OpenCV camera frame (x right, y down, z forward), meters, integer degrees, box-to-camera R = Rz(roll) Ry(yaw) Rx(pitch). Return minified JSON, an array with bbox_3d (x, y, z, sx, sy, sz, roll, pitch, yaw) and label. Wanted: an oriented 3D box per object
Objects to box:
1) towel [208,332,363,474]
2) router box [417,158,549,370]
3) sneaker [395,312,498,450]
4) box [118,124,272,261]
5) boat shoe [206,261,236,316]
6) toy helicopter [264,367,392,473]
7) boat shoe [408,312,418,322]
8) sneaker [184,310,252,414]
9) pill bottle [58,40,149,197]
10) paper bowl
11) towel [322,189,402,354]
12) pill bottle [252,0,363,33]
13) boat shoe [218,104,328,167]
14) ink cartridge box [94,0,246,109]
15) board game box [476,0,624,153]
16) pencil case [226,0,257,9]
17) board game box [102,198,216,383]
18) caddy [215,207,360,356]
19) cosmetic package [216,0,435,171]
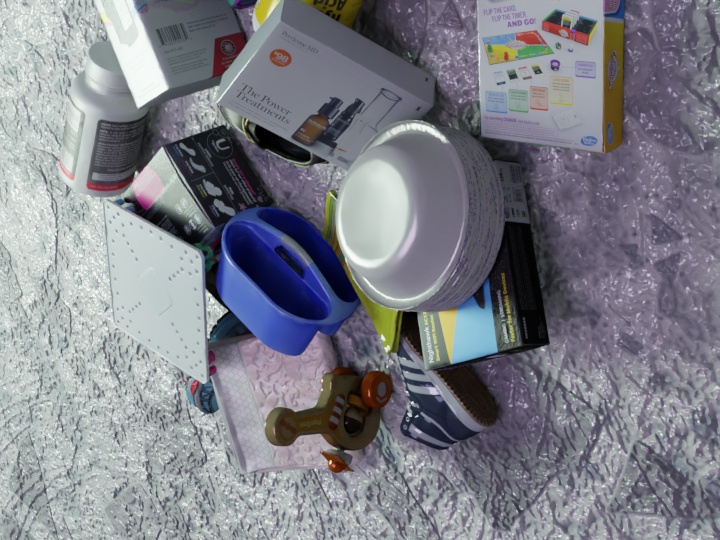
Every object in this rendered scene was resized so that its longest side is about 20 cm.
[{"bbox_3d":[-0.106,0.178,1.579,0.188,0.032,0.203,-10,105,20],"label":"towel"},{"bbox_3d":[0.122,-0.002,1.276,0.148,0.051,0.203,-20,73,46],"label":"router box"},{"bbox_3d":[0.070,0.127,1.413,0.201,0.070,0.108,54,133,6],"label":"sneaker"},{"bbox_3d":[-0.231,-0.081,1.567,0.133,0.114,0.200,57,137,5],"label":"box"},{"bbox_3d":[-0.146,0.033,1.548,0.199,0.065,0.073,34,167,41],"label":"boat shoe"},{"bbox_3d":[-0.045,0.196,1.457,0.078,0.199,0.135,2,93,41],"label":"toy helicopter"},{"bbox_3d":[0.044,-0.017,1.380,0.201,0.062,0.075,53,136,13],"label":"boat shoe"},{"bbox_3d":[-0.183,0.147,1.648,0.095,0.079,0.201,41,131,18],"label":"sneaker"},{"bbox_3d":[-0.354,-0.211,1.623,0.110,0.110,0.202,39,130,22],"label":"pill bottle"},{"bbox_3d":[0.051,-0.058,1.245,0.199,0.103,0.204,-7,81,47],"label":"paper bowl"},{"bbox_3d":[0.000,0.000,1.391,0.087,0.018,0.201,93,154,-50],"label":"towel"},{"bbox_3d":[-0.057,-0.302,1.310,0.111,0.111,0.201,45,133,18],"label":"pill bottle"},{"bbox_3d":[-0.109,-0.182,1.446,0.200,0.060,0.073,24,123,33],"label":"boat shoe"},{"bbox_3d":[-0.240,-0.322,1.445,0.082,0.145,0.202,-18,96,47],"label":"ink cartridge box"},{"bbox_3d":[0.188,-0.227,1.167,0.152,0.040,0.203,14,117,38],"label":"board game box"},{"bbox_3d":[-0.171,-0.406,1.387,0.201,0.092,0.085,52,169,9],"label":"pencil case"},{"bbox_3d":[-0.264,0.024,1.545,0.199,0.026,0.203,27,128,34],"label":"board game box"},{"bbox_3d":[-0.091,0.006,1.458,0.200,0.141,0.106,43,135,19],"label":"caddy"},{"bbox_3d":[-0.039,-0.201,1.298,0.198,0.052,0.151,25,137,-22],"label":"cosmetic package"}]
